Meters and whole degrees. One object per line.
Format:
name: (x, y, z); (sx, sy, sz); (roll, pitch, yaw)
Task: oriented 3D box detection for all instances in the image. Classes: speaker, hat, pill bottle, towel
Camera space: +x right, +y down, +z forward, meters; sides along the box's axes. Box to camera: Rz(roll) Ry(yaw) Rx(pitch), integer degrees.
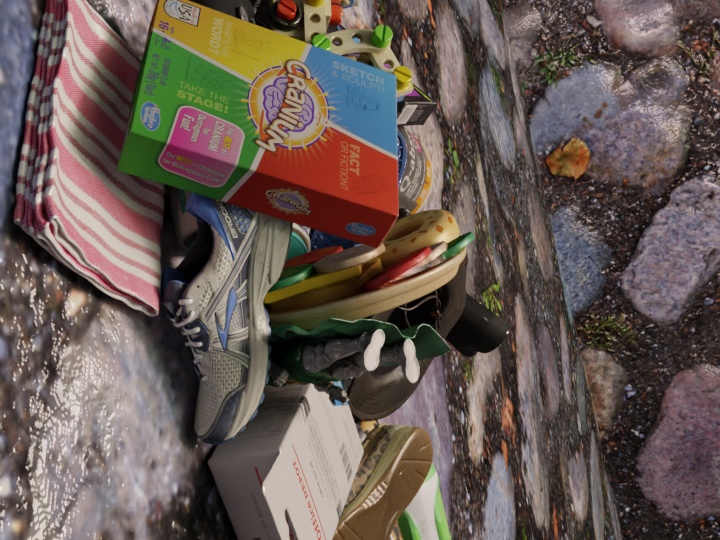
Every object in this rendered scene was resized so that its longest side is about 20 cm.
speaker: (0.063, 0.309, 1.099); (0.088, 0.087, 0.203); (-38, 116, -69)
hat: (0.026, 0.046, 1.005); (0.200, 0.080, 0.202); (-41, 148, -32)
pill bottle: (0.003, -0.123, 1.103); (0.200, 0.115, 0.119); (23, 58, -68)
towel: (-0.175, -0.085, 0.695); (0.146, 0.029, 0.203); (49, 35, -58)

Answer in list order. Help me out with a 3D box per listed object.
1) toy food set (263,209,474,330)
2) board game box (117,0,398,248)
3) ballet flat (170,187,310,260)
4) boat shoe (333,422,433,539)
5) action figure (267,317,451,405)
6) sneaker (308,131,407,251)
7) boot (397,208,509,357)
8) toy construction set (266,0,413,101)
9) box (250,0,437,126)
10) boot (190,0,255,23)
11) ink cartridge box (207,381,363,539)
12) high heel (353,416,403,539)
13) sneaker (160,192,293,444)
toy food set: (0.000, 0.000, 0.843); (0.198, 0.197, 0.049); (-104, 178, -81)
board game box: (-0.068, -0.113, 0.737); (0.197, 0.040, 0.155); (16, 50, -18)
ballet flat: (-0.100, -0.041, 0.854); (0.200, 0.068, 0.071); (19, 63, -68)
boat shoe: (-0.006, 0.223, 0.917); (0.200, 0.062, 0.074); (-45, 128, -36)
action figure: (-0.039, 0.072, 0.778); (0.117, 0.199, 0.056); (21, 68, -35)
sneaker: (-0.016, -0.048, 0.985); (0.202, 0.069, 0.078); (-64, -175, -5)
boot: (0.087, 0.022, 1.117); (0.200, 0.066, 0.165); (42, -11, -12)
toy construction set: (-0.025, -0.238, 0.925); (0.093, 0.129, 0.202); (109, -20, -49)
box: (-0.017, -0.225, 1.046); (0.199, 0.036, 0.143); (39, 18, 8)
boot: (-0.134, -0.244, 0.837); (0.165, 0.065, 0.203); (42, 46, -59)
ink cartridge box: (-0.063, 0.168, 0.830); (0.200, 0.067, 0.118); (-63, 139, -62)
high heel: (0.023, 0.244, 1.029); (0.202, 0.071, 0.143); (63, 30, -19)
sneaker: (-0.114, 0.030, 0.745); (0.084, 0.077, 0.204); (5, 98, -32)
